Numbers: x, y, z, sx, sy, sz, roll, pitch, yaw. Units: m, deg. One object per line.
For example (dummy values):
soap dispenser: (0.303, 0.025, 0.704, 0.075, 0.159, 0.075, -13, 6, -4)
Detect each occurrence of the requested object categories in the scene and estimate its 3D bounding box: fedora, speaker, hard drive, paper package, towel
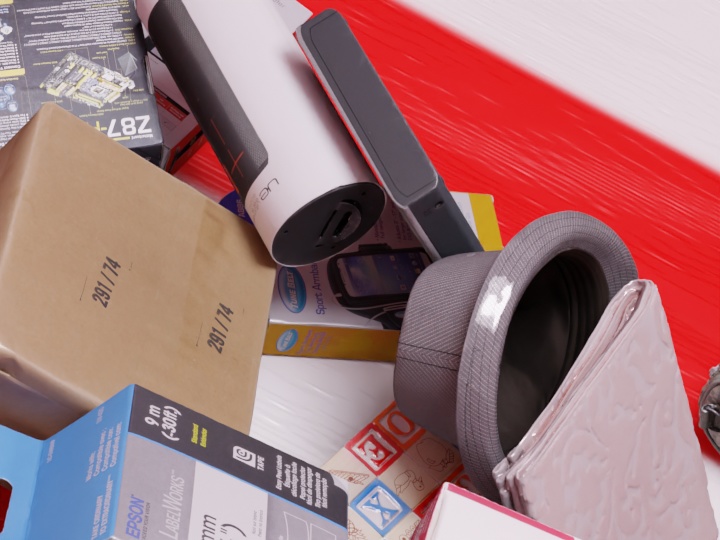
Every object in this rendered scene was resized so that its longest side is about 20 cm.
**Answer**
fedora: (0.083, 0.048, 1.428, 0.090, 0.178, 0.200, 11, 14, 30)
speaker: (-0.061, -0.102, 1.467, 0.081, 0.081, 0.201, -13, 60, -31)
hard drive: (0.029, -0.062, 1.480, 0.033, 0.200, 0.140, -32, 65, 3)
paper package: (-0.153, 0.037, 1.385, 0.190, 0.103, 0.201, 32, 40, -24)
towel: (0.150, 0.139, 1.436, 0.032, 0.201, 0.191, 7, 39, 34)

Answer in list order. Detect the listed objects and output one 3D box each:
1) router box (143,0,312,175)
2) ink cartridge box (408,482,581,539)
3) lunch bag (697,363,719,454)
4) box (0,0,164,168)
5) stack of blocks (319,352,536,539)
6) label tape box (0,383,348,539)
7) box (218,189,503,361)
router box: (-0.161, -0.171, 1.619, 0.200, 0.049, 0.180, 37, 49, 7)
ink cartridge box: (0.067, 0.227, 1.308, 0.144, 0.200, 0.085, 23, 45, -4)
lunch bag: (0.334, 0.077, 1.588, 0.167, 0.140, 0.200, 28, 46, 22)
box: (-0.233, -0.130, 1.510, 0.198, 0.049, 0.162, -9, 68, -13)
stack of blocks: (0.047, 0.137, 1.462, 0.115, 0.059, 0.200, 42, 50, 11)
label tape box: (-0.105, 0.131, 1.230, 0.199, 0.063, 0.145, 26, 26, -14)
box: (0.000, 0.000, 1.563, 0.198, 0.042, 0.120, 3, 53, -18)
